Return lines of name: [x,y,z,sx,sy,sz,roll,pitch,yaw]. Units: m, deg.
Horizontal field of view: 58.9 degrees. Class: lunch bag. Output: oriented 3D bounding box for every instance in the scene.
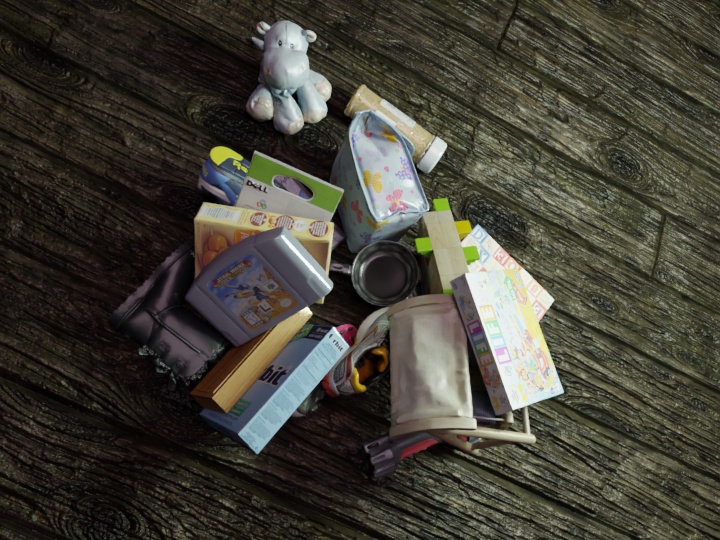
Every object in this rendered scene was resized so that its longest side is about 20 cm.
lunch bag: [0.023,-0.156,1.103,0.126,0.170,0.202,-15,77,-19]

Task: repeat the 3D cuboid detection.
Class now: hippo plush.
hippo plush: [-0.115,-0.360,1.132,0.157,0.161,0.203,7,71,-14]

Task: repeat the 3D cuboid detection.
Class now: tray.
tray: [-0.168,0.127,0.981,0.037,0.098,0.200,52,60,-18]

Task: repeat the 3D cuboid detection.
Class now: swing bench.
swing bench: [0.147,0.157,0.963,0.199,0.129,0.201,22,55,-37]

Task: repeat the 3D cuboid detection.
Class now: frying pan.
frying pan: [0.005,0.016,1.077,0.188,0.031,0.116,-15,70,0]

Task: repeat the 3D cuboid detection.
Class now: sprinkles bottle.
sprinkles bottle: [0.066,-0.268,1.209,0.199,0.068,0.069,35,66,-3]

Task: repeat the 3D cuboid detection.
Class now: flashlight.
flashlight: [0.102,0.284,1.046,0.198,0.068,0.068,-20,54,-18]

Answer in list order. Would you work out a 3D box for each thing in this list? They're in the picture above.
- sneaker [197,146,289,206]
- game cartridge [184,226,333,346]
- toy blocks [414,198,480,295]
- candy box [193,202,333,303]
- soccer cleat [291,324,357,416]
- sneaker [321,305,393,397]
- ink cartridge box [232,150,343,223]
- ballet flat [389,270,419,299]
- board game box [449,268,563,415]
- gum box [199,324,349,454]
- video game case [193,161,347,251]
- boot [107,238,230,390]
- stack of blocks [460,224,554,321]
sneaker: [-0.180,-0.117,1.059,0.199,0.082,0.074,38,29,-19]
game cartridge: [-0.156,0.024,0.929,0.133,0.199,0.042,46,28,-28]
toy blocks: [0.137,0.000,1.092,0.099,0.137,0.202,-6,58,-8]
candy box: [-0.144,-0.025,0.949,0.197,0.116,0.056,9,36,0]
soccer cleat: [-0.074,0.155,1.030,0.200,0.086,0.070,-48,118,-45]
sneaker: [0.028,0.130,1.010,0.200,0.082,0.078,-46,117,-36]
ink cartridge box: [-0.122,-0.084,0.988,0.146,0.201,0.076,23,32,-9]
ballet flat: [0.092,0.092,1.110,0.063,0.076,0.202,-27,76,8]
board game box: [0.217,0.099,0.944,0.133,0.034,0.202,-5,71,-42]
gum box: [-0.131,0.165,0.951,0.200,0.169,0.045,-47,111,-24]
video game case: [-0.152,-0.065,1.099,0.200,0.026,0.181,-40,87,-24]
boot: [-0.271,0.070,0.993,0.162,0.073,0.199,40,68,-2]
stack of blocks: [0.242,0.031,1.170,0.200,0.059,0.115,45,66,1]
